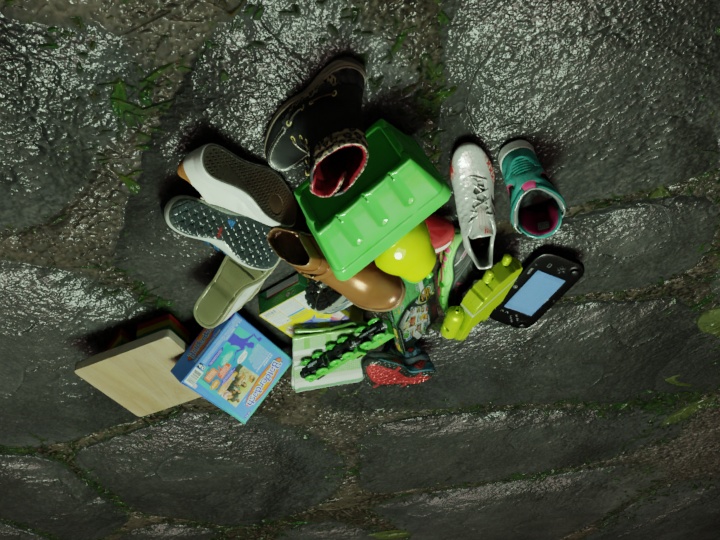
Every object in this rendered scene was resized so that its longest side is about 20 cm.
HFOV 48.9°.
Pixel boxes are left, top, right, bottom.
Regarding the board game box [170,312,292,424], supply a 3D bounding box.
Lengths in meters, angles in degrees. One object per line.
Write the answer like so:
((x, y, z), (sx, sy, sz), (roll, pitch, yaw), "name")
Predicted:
((-0.227, 0.171, 1.429), (0.153, 0.045, 0.200), (-51, 139, -8), "board game box")

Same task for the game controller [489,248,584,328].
((0.314, 0.036, 1.434), (0.102, 0.043, 0.201), (11, 137, -24), "game controller")

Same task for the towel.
((-0.056, 0.156, 1.456), (0.145, 0.031, 0.202), (-8, 145, -11), "towel")

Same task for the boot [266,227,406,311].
((-0.038, -0.001, 1.177), (0.196, 0.075, 0.154), (21, 177, 26), "boot")

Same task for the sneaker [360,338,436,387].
((0.059, 0.165, 1.494), (0.079, 0.097, 0.198), (-35, 151, 27), "sneaker")

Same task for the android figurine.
((0.209, 0.044, 1.345), (0.181, 0.041, 0.202), (-38, 160, -25), "android figurine")

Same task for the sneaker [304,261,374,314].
((0.000, 0.000, 1.301), (0.198, 0.079, 0.086), (-34, 158, 6), "sneaker")

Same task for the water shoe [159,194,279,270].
((-0.205, -0.066, 1.185), (0.198, 0.079, 0.073), (28, 91, -33), "water shoe")

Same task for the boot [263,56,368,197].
((-0.058, -0.160, 1.025), (0.072, 0.154, 0.199), (25, 132, -36), "boot")

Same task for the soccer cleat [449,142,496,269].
((0.174, -0.094, 1.187), (0.067, 0.086, 0.204), (-9, 128, 3), "soccer cleat")

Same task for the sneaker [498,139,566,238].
((0.271, -0.092, 1.199), (0.082, 0.123, 0.200), (-22, 140, 18), "sneaker")

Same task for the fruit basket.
((0.032, -0.076, 1.111), (0.211, 0.157, 0.219), (-20, 142, -16), "fruit basket")

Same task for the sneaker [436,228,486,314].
((0.174, 0.010, 1.346), (0.081, 0.078, 0.202), (-3, 143, -1), "sneaker")

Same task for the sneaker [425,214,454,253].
((0.058, -0.083, 1.207), (0.194, 0.080, 0.117), (-2, 143, -10), "sneaker")

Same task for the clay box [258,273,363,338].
((-0.078, 0.081, 1.410), (0.113, 0.049, 0.199), (-26, 140, 22), "clay box")

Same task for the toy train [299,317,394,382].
((-0.024, 0.142, 1.388), (0.198, 0.043, 0.056), (-33, 152, 25), "toy train")

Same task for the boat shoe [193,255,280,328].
((-0.190, 0.006, 1.277), (0.200, 0.068, 0.075), (-43, 88, 15), "boat shoe")

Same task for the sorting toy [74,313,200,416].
((-0.378, 0.170, 1.445), (0.194, 0.071, 0.201), (-19, 141, 13), "sorting toy")

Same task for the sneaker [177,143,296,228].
((-0.176, -0.119, 1.138), (0.083, 0.075, 0.199), (-7, 151, 40), "sneaker")

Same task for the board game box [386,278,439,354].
((0.089, 0.055, 1.384), (0.104, 0.023, 0.202), (-41, 146, -19), "board game box")
